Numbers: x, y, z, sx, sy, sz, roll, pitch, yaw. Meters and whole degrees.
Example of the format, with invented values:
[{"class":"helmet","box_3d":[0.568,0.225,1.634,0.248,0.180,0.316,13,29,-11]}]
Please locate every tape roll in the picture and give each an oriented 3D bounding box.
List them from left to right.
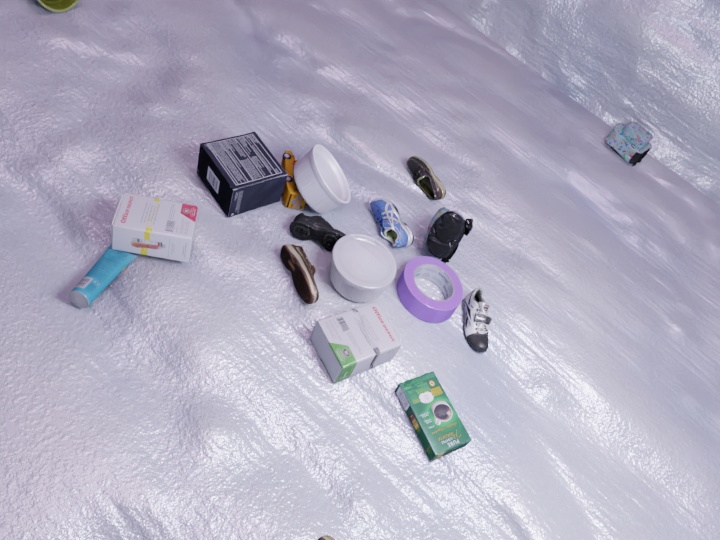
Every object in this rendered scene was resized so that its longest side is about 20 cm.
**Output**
[{"class":"tape roll","box_3d":[0.210,0.055,1.698,0.193,0.066,0.205,12,47,-13]}]

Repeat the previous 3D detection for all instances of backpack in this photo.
[{"class":"backpack","box_3d":[0.280,-0.129,1.816,0.125,0.169,0.200,37,17,5]},{"class":"backpack","box_3d":[1.314,-0.636,2.758,0.175,0.153,0.200,-26,60,-37]}]

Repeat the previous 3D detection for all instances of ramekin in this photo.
[{"class":"ramekin","box_3d":[-0.123,-0.279,1.756,0.201,0.096,0.204,49,26,-33]},{"class":"ramekin","box_3d":[0.000,0.000,1.629,0.195,0.095,0.207,12,47,-13]}]

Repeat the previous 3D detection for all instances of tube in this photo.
[{"class":"tube","box_3d":[-0.628,0.007,1.371,0.076,0.051,0.203,25,39,-5]}]

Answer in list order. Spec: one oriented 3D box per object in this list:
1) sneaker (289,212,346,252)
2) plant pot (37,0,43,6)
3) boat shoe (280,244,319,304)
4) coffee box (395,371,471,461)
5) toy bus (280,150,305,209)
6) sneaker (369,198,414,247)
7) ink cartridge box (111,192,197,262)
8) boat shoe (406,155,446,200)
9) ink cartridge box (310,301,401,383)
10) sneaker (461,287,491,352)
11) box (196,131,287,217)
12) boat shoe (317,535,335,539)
[{"class":"sneaker","box_3d":[-0.114,-0.123,1.702,0.195,0.077,0.092,23,38,-8]},{"class":"plant pot","box_3d":[-1.118,-1.046,1.976,0.187,0.204,0.199,30,44,20]},{"class":"boat shoe","box_3d":[-0.153,0.002,1.573,0.073,0.076,0.205,-6,54,-36]},{"class":"coffee box","box_3d":[0.181,0.366,1.429,0.120,0.045,0.203,-11,56,-31]},{"class":"toy bus","box_3d":[-0.217,-0.293,1.803,0.076,0.066,0.205,7,49,-19]},{"class":"sneaker","box_3d":[0.091,-0.156,1.818,0.076,0.077,0.201,-18,59,-40]},{"class":"ink cartridge box","box_3d":[-0.537,-0.114,1.478,0.193,0.085,0.148,11,40,-16]},{"class":"boat shoe","box_3d":[0.230,-0.335,2.042,0.065,0.072,0.203,-22,67,-43]},{"class":"ink cartridge box","box_3d":[-0.011,0.184,1.469,0.195,0.085,0.148,-14,58,-33]},{"class":"sneaker","box_3d":[0.350,0.140,1.675,0.072,0.089,0.205,10,49,-18]},{"class":"box","box_3d":[-0.357,-0.291,1.696,0.195,0.125,0.202,-23,65,-36]},{"class":"boat shoe","box_3d":[-0.014,0.611,1.120,0.075,0.072,0.202,-18,67,-52]}]
